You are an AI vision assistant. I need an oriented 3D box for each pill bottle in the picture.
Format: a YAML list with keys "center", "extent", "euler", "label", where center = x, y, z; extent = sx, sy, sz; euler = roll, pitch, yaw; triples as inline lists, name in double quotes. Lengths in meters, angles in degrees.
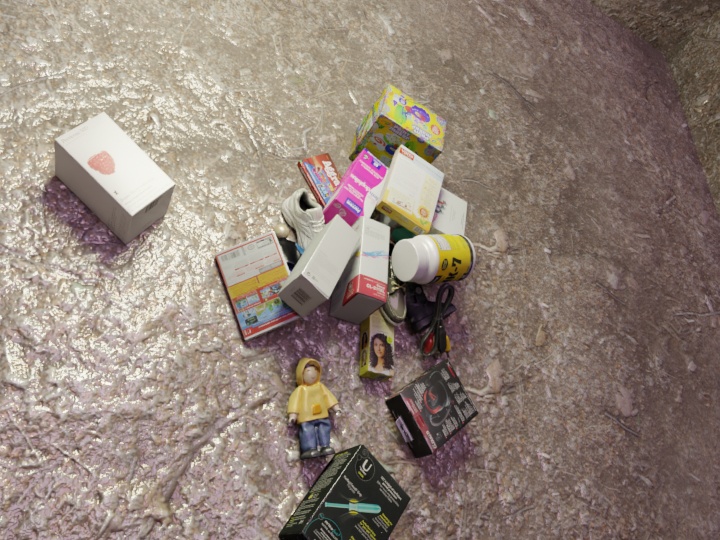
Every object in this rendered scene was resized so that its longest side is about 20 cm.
- center: [0.175, -0.028, 1.277]
  extent: [0.196, 0.114, 0.117]
  euler: [-4, 68, -38]
  label: "pill bottle"

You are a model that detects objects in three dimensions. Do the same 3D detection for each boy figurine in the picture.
- center: [-0.095, 0.283, 1.109]
  extent: [0.121, 0.064, 0.206]
  euler: [4, 68, -27]
  label: "boy figurine"

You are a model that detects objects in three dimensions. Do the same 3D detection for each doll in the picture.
- center: [-0.176, -0.015, 1.216]
  extent: [0.133, 0.048, 0.206]
  euler: [5, 65, -28]
  label: "doll"

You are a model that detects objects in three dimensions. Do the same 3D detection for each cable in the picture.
- center: [0.185, 0.131, 1.313]
  extent: [0.094, 0.050, 0.207]
  euler: [-5, 102, -20]
  label: "cable"

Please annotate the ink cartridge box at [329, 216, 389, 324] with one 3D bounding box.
- center: [0.000, 0.000, 1.256]
  extent: [0.081, 0.146, 0.205]
  euler: [18, 58, -22]
  label: "ink cartridge box"

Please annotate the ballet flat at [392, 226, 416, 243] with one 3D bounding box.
- center: [0.161, -0.040, 1.372]
  extent: [0.198, 0.067, 0.072]
  euler: [34, 38, -28]
  label: "ballet flat"

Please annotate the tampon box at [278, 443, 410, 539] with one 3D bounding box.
- center: [-0.029, 0.469, 1.015]
  extent: [0.150, 0.126, 0.200]
  euler: [47, 51, -2]
  label: "tampon box"

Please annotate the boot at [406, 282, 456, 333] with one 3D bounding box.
- center: [0.150, 0.045, 1.388]
  extent: [0.162, 0.066, 0.203]
  euler: [-14, 67, -44]
  label: "boot"

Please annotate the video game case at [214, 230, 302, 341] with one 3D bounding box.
- center: [-0.218, 0.031, 1.152]
  extent: [0.139, 0.017, 0.205]
  euler: [-21, 77, -11]
  label: "video game case"

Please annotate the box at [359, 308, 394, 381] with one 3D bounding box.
- center: [0.040, 0.153, 1.266]
  extent: [0.073, 0.050, 0.206]
  euler: [15, 59, -25]
  label: "box"

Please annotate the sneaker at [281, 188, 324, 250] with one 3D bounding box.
- center: [-0.114, -0.104, 1.267]
  extent: [0.077, 0.099, 0.203]
  euler: [-31, 84, -38]
  label: "sneaker"

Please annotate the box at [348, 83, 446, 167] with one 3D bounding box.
- center: [0.102, -0.362, 1.472]
  extent: [0.196, 0.192, 0.125]
  euler: [27, 55, -18]
  label: "box"

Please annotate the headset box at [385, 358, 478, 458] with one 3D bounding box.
- center: [0.161, 0.324, 1.239]
  extent: [0.197, 0.075, 0.151]
  euler: [-26, 81, -38]
  label: "headset box"

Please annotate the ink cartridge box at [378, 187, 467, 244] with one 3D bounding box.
- center: [0.164, -0.139, 1.429]
  extent: [0.196, 0.145, 0.148]
  euler: [26, 55, -16]
  label: "ink cartridge box"

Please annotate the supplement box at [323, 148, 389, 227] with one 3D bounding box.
- center: [-0.009, -0.193, 1.354]
  extent: [0.100, 0.103, 0.203]
  euler: [35, 55, -13]
  label: "supplement box"

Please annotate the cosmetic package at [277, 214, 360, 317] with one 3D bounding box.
- center: [-0.086, -0.012, 1.148]
  extent: [0.081, 0.112, 0.202]
  euler: [41, 47, -13]
  label: "cosmetic package"

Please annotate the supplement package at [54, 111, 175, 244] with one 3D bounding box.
- center: [-0.490, -0.183, 1.060]
  extent: [0.200, 0.120, 0.122]
  euler: [44, 53, -4]
  label: "supplement package"

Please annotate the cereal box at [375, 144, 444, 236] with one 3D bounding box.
- center: [0.127, -0.199, 1.319]
  extent: [0.142, 0.039, 0.204]
  euler: [30, 54, -15]
  label: "cereal box"

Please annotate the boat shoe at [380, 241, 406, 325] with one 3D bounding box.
- center: [0.076, 0.028, 1.282]
  extent: [0.070, 0.060, 0.207]
  euler: [5, 61, -30]
  label: "boat shoe"

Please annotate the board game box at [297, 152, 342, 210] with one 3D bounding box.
- center: [-0.078, -0.210, 1.395]
  extent: [0.101, 0.019, 0.204]
  euler: [-23, 80, -39]
  label: "board game box"
